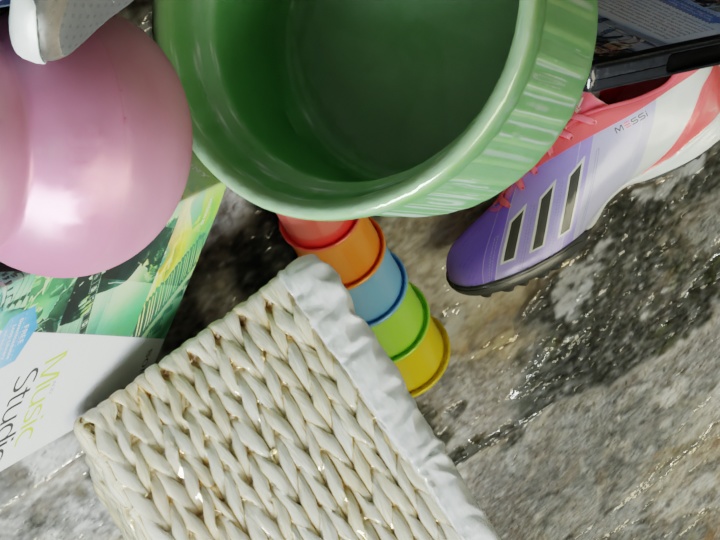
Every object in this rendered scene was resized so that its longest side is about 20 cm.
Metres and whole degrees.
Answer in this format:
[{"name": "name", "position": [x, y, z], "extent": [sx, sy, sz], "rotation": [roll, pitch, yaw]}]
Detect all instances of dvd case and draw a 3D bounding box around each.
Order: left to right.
[{"name": "dvd case", "position": [0.143, -0.136, 1.430], "extent": [0.199, 0.142, 0.018], "rotation": [-14, 121, -37]}]

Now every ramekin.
[{"name": "ramekin", "position": [0.012, -0.118, 1.267], "extent": [0.200, 0.200, 0.098], "rotation": [-52, 154, 15]}]

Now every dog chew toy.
[{"name": "dog chew toy", "position": [-0.175, -0.056, 1.211], "extent": [0.199, 0.125, 0.125], "rotation": [-5, 133, -34]}]

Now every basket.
[{"name": "basket", "position": [-0.037, 0.130, 1.463], "extent": [0.160, 0.201, 0.198], "rotation": [-30, 167, -9]}]

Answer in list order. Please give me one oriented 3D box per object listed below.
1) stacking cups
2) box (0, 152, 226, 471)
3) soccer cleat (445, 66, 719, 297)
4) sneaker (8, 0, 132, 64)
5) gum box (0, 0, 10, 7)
[{"name": "stacking cups", "position": [0.000, 0.000, 1.511], "extent": [0.060, 0.061, 0.200], "rotation": [-37, 147, -8]}, {"name": "box", "position": [-0.154, 0.030, 1.353], "extent": [0.200, 0.036, 0.145], "rotation": [-32, 152, -52]}, {"name": "soccer cleat", "position": [0.123, -0.063, 1.578], "extent": [0.200, 0.068, 0.073], "rotation": [-36, 124, -3]}, {"name": "sneaker", "position": [-0.072, -0.161, 1.176], "extent": [0.200, 0.082, 0.077], "rotation": [-53, 167, -16]}, {"name": "gum box", "position": [-0.188, -0.188, 1.105], "extent": [0.169, 0.045, 0.201], "rotation": [-15, 140, -37]}]
